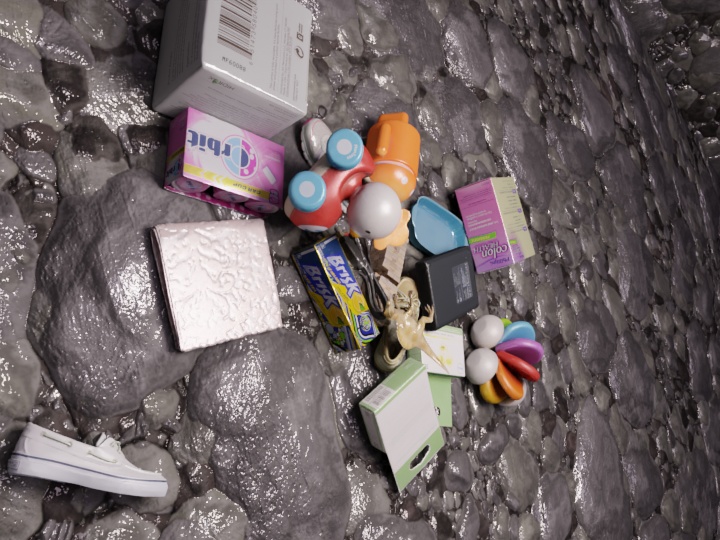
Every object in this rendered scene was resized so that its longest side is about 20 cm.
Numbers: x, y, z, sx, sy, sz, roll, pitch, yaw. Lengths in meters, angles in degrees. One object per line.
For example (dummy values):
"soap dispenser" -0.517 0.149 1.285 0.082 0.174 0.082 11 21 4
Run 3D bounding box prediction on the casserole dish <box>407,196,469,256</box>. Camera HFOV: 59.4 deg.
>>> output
"casserole dish" 0.169 -0.082 1.406 0.198 0.038 0.123 27 61 -36

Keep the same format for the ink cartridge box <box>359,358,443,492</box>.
"ink cartridge box" 0.082 0.290 1.185 0.145 0.047 0.203 -36 125 -33

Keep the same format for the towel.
"towel" -0.221 0.016 0.997 0.198 0.032 0.195 -9 85 -45

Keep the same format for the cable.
"cable" 0.000 0.000 1.187 0.097 0.050 0.202 -28 87 -50

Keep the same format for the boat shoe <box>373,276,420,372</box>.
"boat shoe" 0.077 0.097 1.232 0.072 0.063 0.203 23 63 -3

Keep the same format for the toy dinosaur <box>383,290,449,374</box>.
"toy dinosaur" 0.099 0.108 1.177 0.200 0.058 0.102 46 46 -27

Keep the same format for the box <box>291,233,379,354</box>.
"box" -0.044 0.043 1.136 0.064 0.069 0.203 -33 102 -46

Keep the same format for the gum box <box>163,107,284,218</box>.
"gum box" -0.213 -0.168 1.032 0.198 0.066 0.116 15 67 -41

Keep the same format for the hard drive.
"hard drive" 0.186 0.033 1.330 0.199 0.032 0.143 -18 101 -53

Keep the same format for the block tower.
"block tower" 0.041 0.017 1.241 0.054 0.057 0.203 34 59 -33

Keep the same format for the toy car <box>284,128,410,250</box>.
"toy car" -0.009 -0.103 1.063 0.200 0.184 0.177 42 84 1

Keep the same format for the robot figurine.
"robot figurine" 0.064 -0.222 1.288 0.115 0.144 0.204 15 65 -16

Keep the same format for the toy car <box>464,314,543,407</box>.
"toy car" 0.336 0.198 1.412 0.174 0.149 0.203 37 55 -31

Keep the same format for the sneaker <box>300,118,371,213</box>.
"sneaker" -0.034 -0.208 1.205 0.201 0.087 0.082 53 48 -20

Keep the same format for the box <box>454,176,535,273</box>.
"box" 0.322 -0.111 1.501 0.175 0.095 0.204 -15 89 -59

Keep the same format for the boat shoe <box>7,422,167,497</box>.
"boat shoe" -0.330 0.239 0.794 0.198 0.073 0.068 27 63 -36

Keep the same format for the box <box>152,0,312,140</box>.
"box" -0.203 -0.340 1.017 0.198 0.170 0.203 17 67 -41

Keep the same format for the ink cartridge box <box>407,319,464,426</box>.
"ink cartridge box" 0.157 0.215 1.305 0.144 0.048 0.204 15 66 -42
